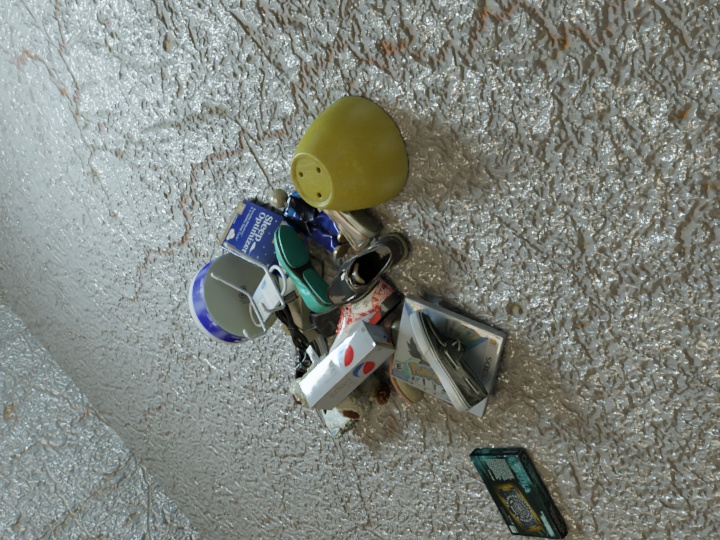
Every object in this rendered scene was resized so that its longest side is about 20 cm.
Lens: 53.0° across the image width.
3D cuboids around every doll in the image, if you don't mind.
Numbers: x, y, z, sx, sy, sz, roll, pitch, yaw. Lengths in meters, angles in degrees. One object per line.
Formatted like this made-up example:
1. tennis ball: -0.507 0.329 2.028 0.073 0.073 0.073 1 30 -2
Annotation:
1. doll: -0.103 -0.110 1.458 0.200 0.048 0.137 34 128 24

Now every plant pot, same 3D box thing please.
1. plant pot: -0.039 -0.183 1.256 0.199 0.142 0.201 28 135 31

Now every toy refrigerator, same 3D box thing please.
1. toy refrigerator: -0.129 0.060 1.601 0.076 0.070 0.201 32 137 35

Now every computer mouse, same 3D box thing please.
1. computer mouse: -0.081 0.081 1.529 0.199 0.046 0.141 -25 113 22

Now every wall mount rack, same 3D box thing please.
1. wall mount rack: -0.233 0.039 1.517 0.174 0.074 0.200 60 141 19

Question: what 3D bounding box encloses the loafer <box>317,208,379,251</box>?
1. loafer: -0.054 -0.119 1.370 0.200 0.072 0.063 44 119 9

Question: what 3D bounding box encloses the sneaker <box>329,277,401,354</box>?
1. sneaker: -0.017 0.085 1.458 0.108 0.067 0.201 49 115 11

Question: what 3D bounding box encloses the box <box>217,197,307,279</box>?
1. box: -0.210 -0.070 1.556 0.199 0.122 0.032 25 178 32

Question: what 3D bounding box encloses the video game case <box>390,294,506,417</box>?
1. video game case: 0.159 0.160 1.351 0.199 0.022 0.183 22 120 24

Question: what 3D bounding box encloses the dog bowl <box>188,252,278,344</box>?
1. dog bowl: -0.283 0.062 1.645 0.079 0.200 0.201 -23 100 50

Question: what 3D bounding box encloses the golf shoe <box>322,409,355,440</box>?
1. golf shoe: -0.044 0.328 1.711 0.097 0.078 0.200 52 142 13

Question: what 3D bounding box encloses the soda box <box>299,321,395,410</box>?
1. soda box: -0.027 0.190 1.420 0.200 0.068 0.064 -46 53 21

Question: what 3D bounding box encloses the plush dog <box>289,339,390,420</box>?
1. plush dog: -0.029 0.241 1.572 0.199 0.161 0.172 6 163 32

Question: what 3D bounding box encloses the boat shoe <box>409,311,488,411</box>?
1. boat shoe: 0.161 0.153 1.300 0.071 0.072 0.201 -31 91 14

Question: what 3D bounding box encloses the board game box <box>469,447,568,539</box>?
1. board game box: 0.316 0.446 1.449 0.135 0.028 0.201 -18 103 51

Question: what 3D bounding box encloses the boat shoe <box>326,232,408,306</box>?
1. boat shoe: 0.000 0.000 1.357 0.200 0.073 0.075 -43 80 27

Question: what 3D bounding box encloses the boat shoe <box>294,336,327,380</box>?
1. boat shoe: -0.129 0.221 1.722 0.070 0.066 0.201 36 139 22

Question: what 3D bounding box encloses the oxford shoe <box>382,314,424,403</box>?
1. oxford shoe: 0.101 0.185 1.448 0.074 0.071 0.201 3 121 40

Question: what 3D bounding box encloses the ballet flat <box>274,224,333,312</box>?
1. ballet flat: -0.126 0.004 1.469 0.200 0.067 0.070 56 136 8
